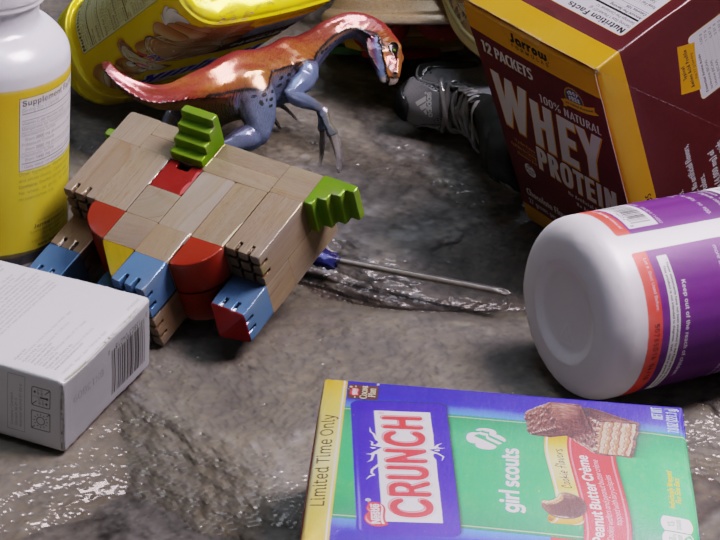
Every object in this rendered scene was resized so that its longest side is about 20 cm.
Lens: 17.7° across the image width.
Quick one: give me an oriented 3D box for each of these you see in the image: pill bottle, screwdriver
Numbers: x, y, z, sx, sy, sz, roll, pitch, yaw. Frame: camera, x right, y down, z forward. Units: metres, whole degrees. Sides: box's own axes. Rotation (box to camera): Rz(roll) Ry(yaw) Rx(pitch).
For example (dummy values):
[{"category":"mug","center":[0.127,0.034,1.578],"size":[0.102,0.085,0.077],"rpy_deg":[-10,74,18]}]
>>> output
[{"category":"pill bottle","center":[0.207,0.008,1.408],"size":[0.200,0.113,0.112],"rpy_deg":[-10,31,-27]},{"category":"pill bottle","center":[-0.239,-0.103,1.455],"size":[0.112,0.200,0.112],"rpy_deg":[3,27,-2]},{"category":"screwdriver","center":[0.000,0.000,1.488],"size":[0.200,0.029,0.028],"rpy_deg":[15,30,13]}]

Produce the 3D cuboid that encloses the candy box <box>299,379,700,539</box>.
[{"category":"candy box","center":[0.069,0.133,1.190],"size":[0.200,0.077,0.169],"rpy_deg":[4,28,1]}]

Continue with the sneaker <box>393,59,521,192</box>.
[{"category":"sneaker","center":[0.076,-0.107,1.660],"size":[0.115,0.075,0.200],"rpy_deg":[5,18,11]}]

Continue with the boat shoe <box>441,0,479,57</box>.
[{"category":"boat shoe","center":[0.091,-0.213,1.658],"size":[0.073,0.063,0.200],"rpy_deg":[-23,56,-29]}]

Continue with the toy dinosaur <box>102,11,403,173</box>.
[{"category":"toy dinosaur","center":[-0.054,-0.128,1.588],"size":[0.105,0.200,0.182],"rpy_deg":[32,75,32]}]

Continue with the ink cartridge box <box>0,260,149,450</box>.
[{"category":"ink cartridge box","center":[-0.236,0.037,1.355],"size":[0.200,0.050,0.109],"rpy_deg":[13,30,18]}]

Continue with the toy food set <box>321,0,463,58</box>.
[{"category":"toy food set","center":[0.069,-0.191,1.776],"size":[0.200,0.049,0.198],"rpy_deg":[-5,10,-14]}]

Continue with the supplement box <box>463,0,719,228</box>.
[{"category":"supplement box","center":[0.203,-0.133,1.516],"size":[0.200,0.197,0.133],"rpy_deg":[-36,43,-17]}]

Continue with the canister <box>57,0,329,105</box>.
[{"category":"canister","center":[-0.115,-0.191,1.651],"size":[0.148,0.087,0.200],"rpy_deg":[-16,-3,-30]}]

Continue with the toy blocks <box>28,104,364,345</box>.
[{"category":"toy blocks","center":[-0.115,-0.017,1.427],"size":[0.200,0.100,0.137],"rpy_deg":[19,55,27]}]
